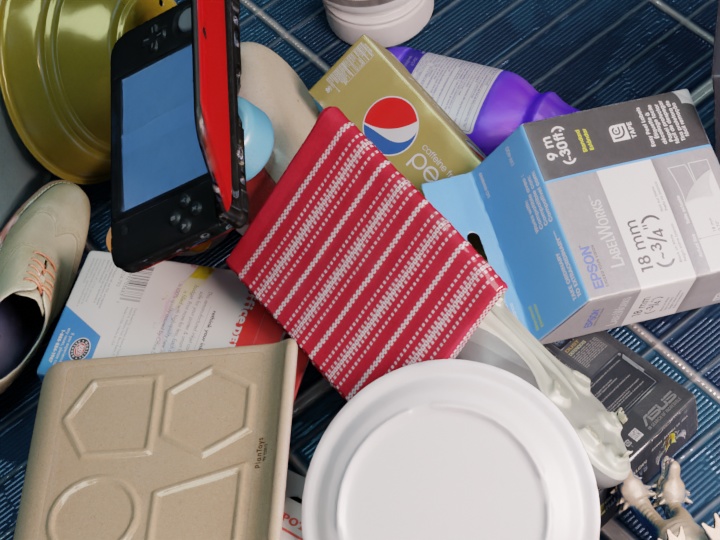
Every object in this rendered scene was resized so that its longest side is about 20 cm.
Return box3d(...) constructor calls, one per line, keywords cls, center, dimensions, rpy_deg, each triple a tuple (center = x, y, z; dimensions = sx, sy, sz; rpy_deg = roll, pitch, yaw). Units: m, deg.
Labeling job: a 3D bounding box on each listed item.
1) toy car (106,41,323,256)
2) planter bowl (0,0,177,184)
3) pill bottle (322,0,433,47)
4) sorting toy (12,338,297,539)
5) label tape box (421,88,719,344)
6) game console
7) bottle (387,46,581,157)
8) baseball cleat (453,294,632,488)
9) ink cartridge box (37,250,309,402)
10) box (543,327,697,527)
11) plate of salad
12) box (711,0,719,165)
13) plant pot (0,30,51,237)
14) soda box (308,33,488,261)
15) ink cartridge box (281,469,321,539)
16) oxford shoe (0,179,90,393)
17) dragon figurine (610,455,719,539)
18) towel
box3d(cls="toy car", center=(-0.114, -0.059, 1.472), dimensions=(0.199, 0.184, 0.178), rpy_deg=(-38, 50, 19))
box3d(cls="planter bowl", center=(-0.191, -0.171, 1.511), dimensions=(0.083, 0.201, 0.202), rpy_deg=(-1, 50, 32))
box3d(cls="pill bottle", center=(0.002, -0.285, 1.571), dimensions=(0.112, 0.201, 0.115), rpy_deg=(-6, 53, 7))
box3d(cls="sorting toy", center=(-0.138, 0.137, 1.300), dimensions=(0.198, 0.037, 0.187), rpy_deg=(-8, 51, 15))
box3d(cls="label tape box", center=(0.161, -0.034, 1.347), dimensions=(0.198, 0.063, 0.145), rpy_deg=(-13, 67, -15))
box3d(cls="game console", center=(-0.140, -0.128, 1.317), dimensions=(0.171, 0.118, 0.202), rpy_deg=(-22, 57, 30))
box3d(cls="bottle", center=(0.099, -0.119, 1.509), dimensions=(0.198, 0.066, 0.084), rpy_deg=(15, 59, 21))
box3d(cls="baseball cleat", center=(0.097, 0.088, 1.287), dimensions=(0.107, 0.069, 0.200), rpy_deg=(-51, 60, 24))
box3d(cls="ink cartridge box", center=(-0.123, 0.061, 1.413), dimensions=(0.198, 0.068, 0.117), rpy_deg=(8, 56, 17))
box3d(cls="box", center=(0.113, 0.121, 1.331), dimensions=(0.200, 0.051, 0.157), rpy_deg=(-42, 56, -19))
box3d(cls="plate of salad", center=(0.059, 0.159, 1.236), dimensions=(0.198, 0.048, 0.203), rpy_deg=(-2, 83, 17))
box3d(cls="box", center=(0.356, -0.111, 1.377), dimensions=(0.198, 0.183, 0.105), rpy_deg=(3, 53, 13))
box3d(cls="plant pot", center=(-0.350, -0.117, 1.519), dimensions=(0.194, 0.198, 0.200), rpy_deg=(14, 45, 27))
box3d(cls="soda box", center=(0.053, -0.084, 1.445), dimensions=(0.064, 0.068, 0.200), rpy_deg=(-44, 72, 10))
box3d(cls="ink cartridge box", center=(-0.085, 0.209, 1.291), dimensions=(0.116, 0.068, 0.201), rpy_deg=(23, 61, 27))
box3d(cls="oxford shoe", center=(-0.249, 0.015, 1.458), dimensions=(0.074, 0.071, 0.202), rpy_deg=(-18, 45, 54))
box3d(cls="dragon figurine", center=(0.219, 0.210, 1.232), dimensions=(0.058, 0.099, 0.202), rpy_deg=(-19, 82, -4))
box3d(cls="towel", center=(0.000, 0.000, 1.311), dimensions=(0.200, 0.022, 0.145), rpy_deg=(47, 113, 29))
